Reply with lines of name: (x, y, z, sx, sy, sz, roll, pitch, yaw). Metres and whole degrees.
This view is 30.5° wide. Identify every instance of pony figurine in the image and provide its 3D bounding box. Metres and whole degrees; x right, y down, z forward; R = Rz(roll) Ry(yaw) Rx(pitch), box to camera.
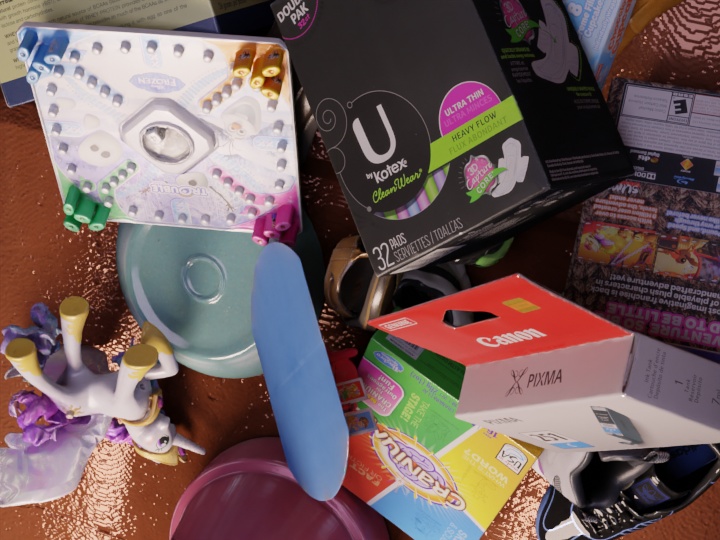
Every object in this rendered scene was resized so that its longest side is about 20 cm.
pony figurine: (-0.235, 0.108, 1.121, 0.191, 0.168, 0.201, 3, 144, 5)

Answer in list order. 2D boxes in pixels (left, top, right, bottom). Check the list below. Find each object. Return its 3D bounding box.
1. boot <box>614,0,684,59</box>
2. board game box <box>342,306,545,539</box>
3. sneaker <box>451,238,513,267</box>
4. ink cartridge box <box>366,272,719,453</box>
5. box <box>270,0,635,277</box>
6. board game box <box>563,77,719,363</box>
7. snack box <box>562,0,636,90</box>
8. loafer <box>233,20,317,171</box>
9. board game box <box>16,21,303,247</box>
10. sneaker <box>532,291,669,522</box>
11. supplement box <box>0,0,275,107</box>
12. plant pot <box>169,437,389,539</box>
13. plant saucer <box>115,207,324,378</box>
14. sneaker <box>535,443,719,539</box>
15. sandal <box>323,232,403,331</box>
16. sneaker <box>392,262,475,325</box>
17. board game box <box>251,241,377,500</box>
boot: (0.203, -0.194, 0.932, 0.200, 0.071, 0.145, 32, 119, 14)
board game box: (0.054, 0.138, 1.045, 0.152, 0.040, 0.201, 35, 142, 11)
sneaker: (0.037, -0.084, 1.005, 0.200, 0.084, 0.077, 46, 116, 12)
ink cartridge box: (0.115, 0.068, 0.839, 0.175, 0.200, 0.045, 22, 72, -21)
box: (0.059, -0.120, 0.867, 0.148, 0.124, 0.202, -27, 80, 36)
board game box: (0.232, -0.012, 0.903, 0.158, 0.097, 0.202, 11, 74, 17)
snack box: (0.140, -0.227, 0.895, 0.116, 0.037, 0.202, 28, 115, 22)
loafer: (-0.064, -0.136, 1.001, 0.073, 0.071, 0.201, 59, 143, 35)
board game box: (-0.147, -0.095, 0.999, 0.198, 0.026, 0.201, 4, 139, 5)
sneaker: (0.191, 0.090, 0.971, 0.077, 0.140, 0.202, 4, 113, -20)
supplement box: (-0.190, -0.256, 1.011, 0.198, 0.134, 0.202, -12, 102, 23)
plant pot: (-0.091, 0.268, 1.112, 0.198, 0.179, 0.202, 6, 109, 18)
plant saucer: (-0.128, 0.003, 1.123, 0.198, 0.036, 0.202, 6, 108, 19)
sneaker: (0.209, 0.168, 1.029, 0.070, 0.078, 0.200, 46, 115, 0)
sandal: (0.000, 0.000, 0.997, 0.054, 0.200, 0.082, 25, 83, -7)
sneaker: (0.074, 0.077, 1.050, 0.073, 0.080, 0.201, -25, 99, 22)
board game box: (-0.034, 0.076, 1.026, 0.158, 0.039, 0.202, 132, 125, -63)
